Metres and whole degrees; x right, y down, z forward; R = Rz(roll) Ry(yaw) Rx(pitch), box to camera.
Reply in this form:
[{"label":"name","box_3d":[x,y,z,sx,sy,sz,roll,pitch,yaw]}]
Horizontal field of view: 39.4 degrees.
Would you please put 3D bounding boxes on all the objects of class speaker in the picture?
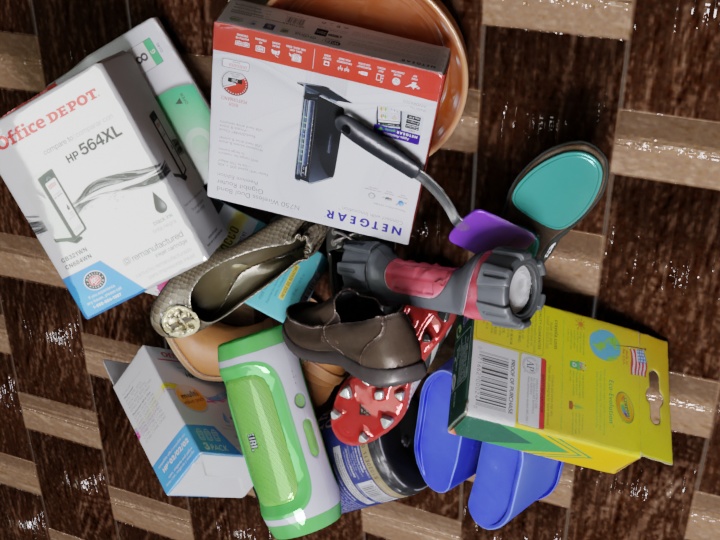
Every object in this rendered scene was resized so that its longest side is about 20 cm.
[{"label":"speaker","box_3d":[-0.082,0.162,1.017,0.088,0.088,0.203,-17,90,32]}]

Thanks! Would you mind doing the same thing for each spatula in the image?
[{"label":"spatula","box_3d":[0.058,-0.070,0.860,0.199,0.021,0.057,38,140,-5]}]

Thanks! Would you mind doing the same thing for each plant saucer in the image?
[{"label":"plant saucer","box_3d":[-0.001,-0.179,0.896,0.197,0.032,0.202,8,129,10]}]

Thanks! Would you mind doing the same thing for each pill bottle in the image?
[{"label":"pill bottle","box_3d":[-0.023,0.209,1.104,0.199,0.112,0.113,-23,107,33]}]

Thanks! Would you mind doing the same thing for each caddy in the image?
[{"label":"caddy","box_3d":[0.137,0.156,1.005,0.141,0.104,0.202,32,134,32]}]

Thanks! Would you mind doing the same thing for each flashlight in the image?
[{"label":"flashlight","box_3d":[0.064,0.005,0.885,0.198,0.068,0.069,11,81,41]}]

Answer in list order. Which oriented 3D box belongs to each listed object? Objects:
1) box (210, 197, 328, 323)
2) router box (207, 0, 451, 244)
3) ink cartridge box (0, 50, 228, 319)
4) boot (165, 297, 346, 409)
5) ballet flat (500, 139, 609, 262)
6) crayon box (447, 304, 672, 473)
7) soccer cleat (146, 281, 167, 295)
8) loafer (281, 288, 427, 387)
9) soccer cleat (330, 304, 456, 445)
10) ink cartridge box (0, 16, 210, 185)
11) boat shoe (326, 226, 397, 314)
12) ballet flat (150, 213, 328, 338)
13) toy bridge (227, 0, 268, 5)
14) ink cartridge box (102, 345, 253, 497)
[{"label":"box","box_3d":[-0.139,-0.023,1.038,0.198,0.049,0.083,27,86,9]},{"label":"router box","box_3d":[-0.033,-0.128,0.892,0.197,0.049,0.181,13,130,5]},{"label":"ink cartridge box","box_3d":[-0.239,-0.080,0.944,0.145,0.084,0.202,-25,104,15]},{"label":"boot","box_3d":[-0.107,0.072,1.093,0.199,0.074,0.155,39,128,-12]},{"label":"ballet flat","box_3d":[0.157,-0.054,0.886,0.068,0.069,0.201,32,136,0]},{"label":"crayon box","box_3d":[0.181,0.103,0.906,0.197,0.128,0.051,16,148,-10]},{"label":"soccer cleat","box_3d":[-0.235,-0.007,1.116,0.198,0.070,0.087,28,142,11]},{"label":"loafer","box_3d":[-0.006,0.049,0.919,0.199,0.072,0.072,13,110,53]},{"label":"soccer cleat","box_3d":[0.038,0.090,0.998,0.068,0.085,0.201,34,109,10]},{"label":"ink cartridge box","box_3d":[-0.241,-0.127,0.987,0.199,0.050,0.162,-32,103,-2]},{"label":"boat shoe","box_3d":[0.000,0.000,1.004,0.066,0.057,0.202,3,119,24]},{"label":"ballet flat","box_3d":[-0.115,0.006,0.973,0.199,0.046,0.068,-32,130,-3]},{"label":"toy bridge","box_3d":[-0.089,-0.238,0.925,0.066,0.027,0.202,17,125,16]},{"label":"ink cartridge box","box_3d":[-0.194,0.153,1.116,0.068,0.115,0.200,-51,53,17]}]
